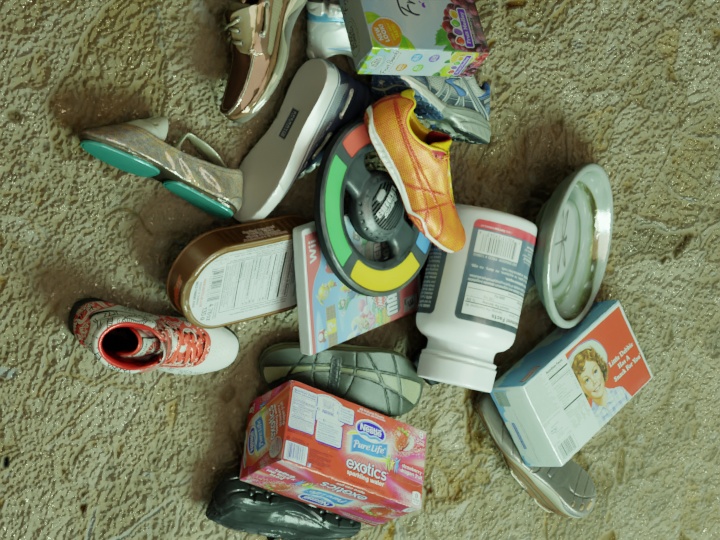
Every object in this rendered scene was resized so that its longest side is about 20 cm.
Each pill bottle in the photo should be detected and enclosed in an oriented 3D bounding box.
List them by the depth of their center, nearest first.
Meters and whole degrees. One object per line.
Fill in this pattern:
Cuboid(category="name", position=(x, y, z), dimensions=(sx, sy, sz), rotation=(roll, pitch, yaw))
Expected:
Cuboid(category="pill bottle", position=(0.128, 0.033, 1.709), dimensions=(0.119, 0.119, 0.202), rotation=(15, 85, -28))

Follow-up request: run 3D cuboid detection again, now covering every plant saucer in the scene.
Cuboid(category="plant saucer", position=(0.247, -0.033, 1.780), dimensions=(0.200, 0.050, 0.202), rotation=(-30, 125, -55))

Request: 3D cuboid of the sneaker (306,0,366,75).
Cuboid(category="sneaker", position=(0.025, -0.260, 1.642), dimensions=(0.198, 0.075, 0.087), rotation=(1, 116, -22))

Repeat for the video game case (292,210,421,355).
Cuboid(category="video game case", position=(0.000, 0.000, 1.671), dimensions=(0.199, 0.017, 0.144), rotation=(-20, 113, -46))

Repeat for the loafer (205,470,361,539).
Cuboid(category="loafer", position=(-0.089, 0.282, 1.725), dimensions=(0.199, 0.068, 0.070), rotation=(18, 129, -34))

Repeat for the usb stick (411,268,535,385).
Cuboid(category="usb stick", position=(0.141, 0.055, 1.789), dimensions=(0.200, 0.033, 0.056), rotation=(-45, 118, -8))

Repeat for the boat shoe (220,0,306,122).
Cuboid(category="boat shoe", position=(-0.113, -0.257, 1.559), dimensions=(0.071, 0.076, 0.202), rotation=(21, 84, -31))

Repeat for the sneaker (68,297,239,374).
Cuboid(category="sneaker", position=(-0.209, 0.084, 1.585), dimensions=(0.200, 0.108, 0.068), rotation=(16, 96, -28))

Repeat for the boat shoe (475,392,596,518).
Cuboid(category="boat shoe", position=(0.207, 0.234, 1.840), dimensions=(0.076, 0.072, 0.200), rotation=(-42, 96, -33))

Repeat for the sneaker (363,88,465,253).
Cuboid(category="sneaker", position=(0.075, -0.102, 1.602), dimensions=(0.077, 0.073, 0.201), rotation=(-23, 121, 13))

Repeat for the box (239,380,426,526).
Cuboid(category="box", position=(-0.029, 0.212, 1.693), dimensions=(0.199, 0.095, 0.100), rotation=(23, 57, -29))

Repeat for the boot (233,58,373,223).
Cuboid(category="boot", position=(-0.061, -0.130, 1.627), dimensions=(0.090, 0.073, 0.201), rotation=(20, 106, -48))

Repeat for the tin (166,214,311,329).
Cuboid(category="tin", position=(-0.119, 0.003, 1.614), dimensions=(0.199, 0.042, 0.113), rotation=(-14, 134, -37))

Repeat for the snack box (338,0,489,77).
Cuboid(category="snack box", position=(0.045, -0.305, 1.578), dimensions=(0.141, 0.053, 0.202), rotation=(-3, 64, -24))

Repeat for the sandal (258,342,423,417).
Cuboid(category="sandal", position=(-0.021, 0.115, 1.718), dimensions=(0.199, 0.057, 0.080), rotation=(13, 103, -13))

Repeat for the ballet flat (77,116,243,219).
Cuboid(category="ballet flat", position=(-0.207, -0.122, 1.568), dimensions=(0.199, 0.068, 0.068), rotation=(28, 71, -34))

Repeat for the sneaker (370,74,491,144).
Cuboid(category="sneaker", position=(0.082, -0.210, 1.662), dimensions=(0.199, 0.077, 0.086), rotation=(24, 77, -51))

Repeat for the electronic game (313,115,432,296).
Cuboid(category="electronic game", position=(0.019, -0.071, 1.634), dimensions=(0.199, 0.041, 0.202), rotation=(-2, 93, -48))

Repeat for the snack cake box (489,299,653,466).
Cuboid(category="snack cake box", position=(0.260, 0.137, 1.807), dimensions=(0.200, 0.067, 0.116), rotation=(-36, 105, -33))
